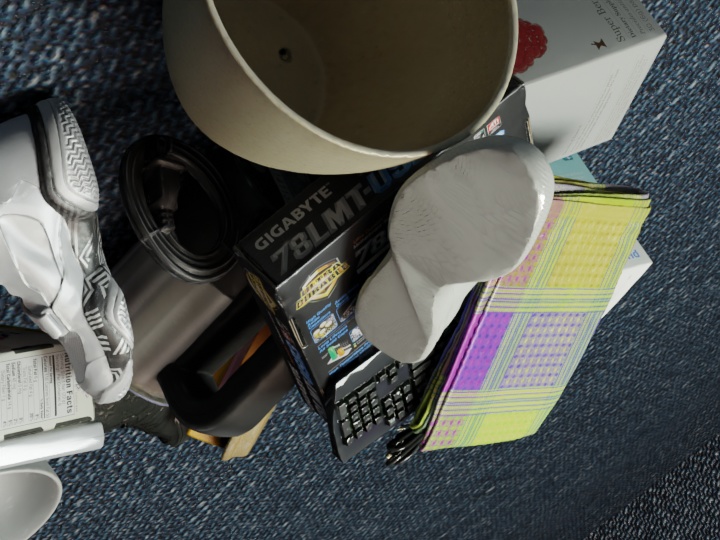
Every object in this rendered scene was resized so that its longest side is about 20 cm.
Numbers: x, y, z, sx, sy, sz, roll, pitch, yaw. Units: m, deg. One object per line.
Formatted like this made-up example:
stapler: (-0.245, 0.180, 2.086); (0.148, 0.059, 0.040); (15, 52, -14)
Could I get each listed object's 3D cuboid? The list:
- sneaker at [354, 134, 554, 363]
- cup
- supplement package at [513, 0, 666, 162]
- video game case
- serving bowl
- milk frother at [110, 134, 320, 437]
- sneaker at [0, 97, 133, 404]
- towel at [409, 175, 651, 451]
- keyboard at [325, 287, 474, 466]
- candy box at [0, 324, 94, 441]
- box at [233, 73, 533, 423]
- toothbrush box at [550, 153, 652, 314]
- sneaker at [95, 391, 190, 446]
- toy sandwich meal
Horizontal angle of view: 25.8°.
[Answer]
sneaker: (0.059, -0.029, 0.888); (0.089, 0.075, 0.200); (-50, 178, -35)
cup: (-0.033, -0.135, 0.881); (0.199, 0.202, 0.143); (-16, 172, -35)
supplement package: (0.085, -0.139, 1.083); (0.199, 0.122, 0.120); (-22, 156, -25)
video game case: (-0.306, 0.112, 1.060); (0.199, 0.022, 0.181); (-8, -170, -42)
serving bowl: (-0.347, 0.194, 1.277); (0.199, 0.066, 0.200); (-28, 157, -13)
milk frother: (-0.127, -0.002, 1.077); (0.199, 0.181, 0.188); (30, 119, -32)
sneaker: (-0.211, 0.000, 0.967); (0.114, 0.075, 0.201); (-16, 115, -15)
towel: (0.115, 0.028, 1.049); (0.143, 0.023, 0.201); (0, 119, -46)
keyboard: (0.060, 0.066, 1.055); (0.199, 0.021, 0.128); (-34, 144, -21)
candy box: (-0.289, 0.077, 1.009); (0.136, 0.062, 0.199); (5, -172, 37)
box: (0.029, -0.012, 0.995); (0.200, 0.050, 0.199); (-41, 148, -13)
toothbrush box: (0.103, -0.047, 1.196); (0.146, 0.201, 0.085); (-14, 152, -39)
sneaker: (-0.198, 0.103, 1.302); (0.104, 0.060, 0.200); (-25, 152, -19)
toy sandwich meal: (-0.090, 0.073, 1.340); (0.206, 0.070, 0.205); (-61, 180, -1)
